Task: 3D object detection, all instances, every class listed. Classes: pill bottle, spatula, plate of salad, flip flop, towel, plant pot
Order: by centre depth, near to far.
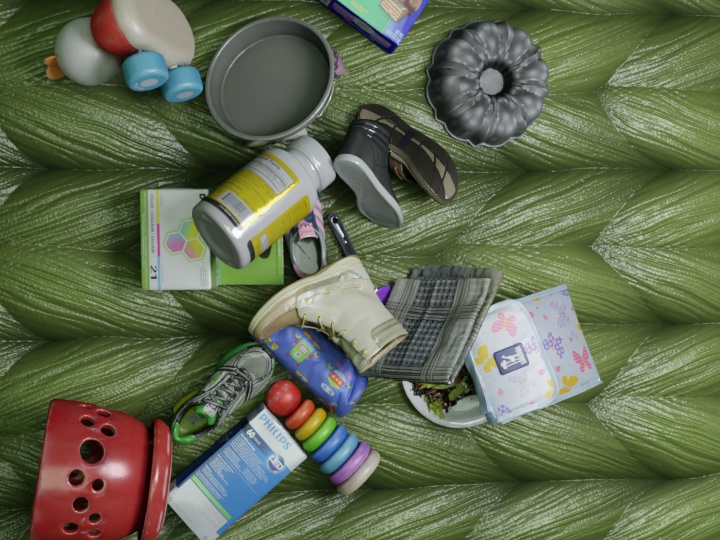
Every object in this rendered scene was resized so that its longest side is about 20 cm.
[{"bbox_3d":[-0.364,0.289,1.441,0.180,0.200,0.203,7,91,-14],"label":"plant pot"},{"bbox_3d":[-0.131,-0.103,1.444,0.200,0.111,0.112,-41,99,-23],"label":"pill bottle"},{"bbox_3d":[0.099,0.073,1.498,0.035,0.192,0.201,44,62,-33],"label":"towel"},{"bbox_3d":[0.069,-0.175,1.567,0.199,0.058,0.081,39,53,5],"label":"flip flop"},{"bbox_3d":[0.000,0.000,1.579,0.056,0.021,0.201,-31,95,-20],"label":"spatula"},{"bbox_3d":[0.161,0.149,1.602,0.198,0.048,0.202,-1,93,-10],"label":"plate of salad"}]

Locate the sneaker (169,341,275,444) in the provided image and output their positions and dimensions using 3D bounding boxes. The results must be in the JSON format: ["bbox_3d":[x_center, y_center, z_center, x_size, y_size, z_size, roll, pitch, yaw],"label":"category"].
[{"bbox_3d":[-0.202,0.188,1.507,0.078,0.085,0.200,44,96,-12],"label":"sneaker"}]

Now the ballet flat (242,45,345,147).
[{"bbox_3d":[-0.092,-0.247,1.537,0.200,0.069,0.071,-50,124,-5],"label":"ballet flat"}]

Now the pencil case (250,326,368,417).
[{"bbox_3d":[-0.072,0.132,1.544,0.200,0.078,0.087,43,96,-9],"label":"pencil case"}]

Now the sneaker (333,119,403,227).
[{"bbox_3d":[0.027,-0.147,1.523,0.070,0.200,0.100,5,62,28],"label":"sneaker"}]

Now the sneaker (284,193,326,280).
[{"bbox_3d":[-0.085,-0.078,1.531,0.069,0.082,0.202,-14,95,-9],"label":"sneaker"}]

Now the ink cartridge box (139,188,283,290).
[{"bbox_3d":[-0.216,-0.047,1.495,0.198,0.076,0.150,-1,93,2],"label":"ink cartridge box"}]

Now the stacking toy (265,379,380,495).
[{"bbox_3d":[-0.065,0.245,1.558,0.085,0.085,0.200,-44,92,-5],"label":"stacking toy"}]

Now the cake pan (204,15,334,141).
[{"bbox_3d":[-0.130,-0.276,1.494,0.198,0.037,0.202,-5,71,13],"label":"cake pan"}]

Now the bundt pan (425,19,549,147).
[{"bbox_3d":[0.203,-0.293,1.576,0.200,0.076,0.204,0,93,-9],"label":"bundt pan"}]

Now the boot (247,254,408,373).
[{"bbox_3d":[-0.046,0.083,1.461,0.199,0.072,0.155,-29,74,-22],"label":"boot"}]

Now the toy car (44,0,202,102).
[{"bbox_3d":[-0.357,-0.319,1.459,0.198,0.177,0.186,-19,82,20],"label":"toy car"}]

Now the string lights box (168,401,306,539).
[{"bbox_3d":[-0.190,0.306,1.541,0.200,0.059,0.103,-41,99,-6],"label":"string lights box"}]

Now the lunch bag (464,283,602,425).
[{"bbox_3d":[0.245,0.128,1.532,0.198,0.127,0.171,-12,79,-33],"label":"lunch bag"}]

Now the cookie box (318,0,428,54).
[{"bbox_3d":[0.040,-0.464,1.539,0.170,0.075,0.201,34,86,-9],"label":"cookie box"}]
